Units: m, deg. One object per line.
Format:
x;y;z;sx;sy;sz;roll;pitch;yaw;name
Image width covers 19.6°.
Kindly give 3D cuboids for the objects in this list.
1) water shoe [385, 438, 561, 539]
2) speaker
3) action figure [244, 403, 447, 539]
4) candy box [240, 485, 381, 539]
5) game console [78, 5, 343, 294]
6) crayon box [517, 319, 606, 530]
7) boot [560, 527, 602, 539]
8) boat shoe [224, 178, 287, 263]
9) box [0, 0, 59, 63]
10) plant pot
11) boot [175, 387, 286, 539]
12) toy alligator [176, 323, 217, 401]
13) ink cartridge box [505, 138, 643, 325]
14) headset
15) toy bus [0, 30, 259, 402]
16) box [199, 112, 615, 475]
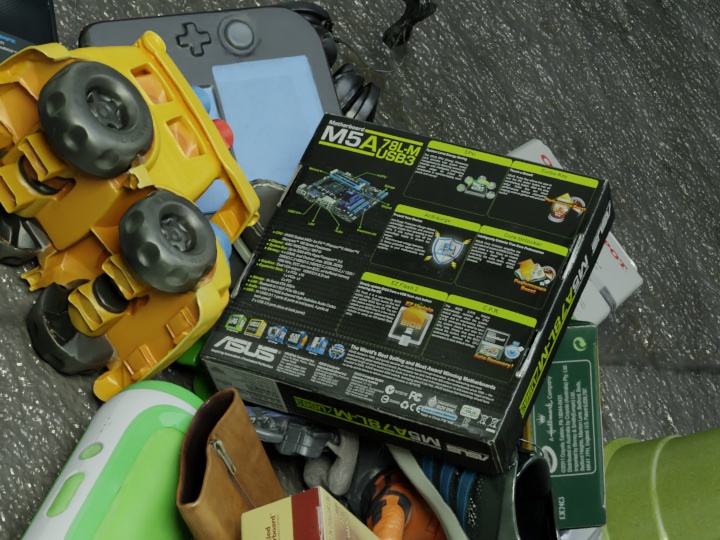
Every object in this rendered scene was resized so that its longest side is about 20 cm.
0.078;0.120;1.253;0.071;0.079;0.201;-1;57;-53;water shoe
-0.141;0.149;1.161;0.088;0.088;0.200;42;35;-12;speaker
-0.004;0.142;1.310;0.199;0.105;0.194;7;32;-32;action figure
0.008;0.217;1.150;0.200;0.055;0.116;46;31;-45;candy box
-0.087;-0.081;1.407;0.176;0.031;0.202;-7;73;-31;game console
0.108;0.094;1.374;0.051;0.200;0.127;-3;92;-9;crayon box
0.112;0.238;1.360;0.200;0.073;0.096;-42;103;-33;boot
0.000;0.000;1.356;0.201;0.061;0.072;36;57;3;boat shoe
-0.288;-0.187;1.329;0.199;0.046;0.160;18;46;-38;box
0.298;0.181;1.513;0.200;0.189;0.201;36;39;-36;plant pot
-0.048;0.194;1.162;0.189;0.068;0.201;-76;150;-50;boot
-0.065;0.049;1.372;0.200;0.059;0.055;-29;126;-61;toy alligator
0.116;-0.003;1.576;0.146;0.084;0.200;54;28;3;ink cartridge box
-0.026;-0.153;1.557;0.199;0.094;0.124;-29;82;-44;headset
-0.132;-0.044;1.295;0.191;0.136;0.201;-23;78;-53;toy bus
0.030;0.009;1.268;0.194;0.198;0.048;-63;155;-28;box
